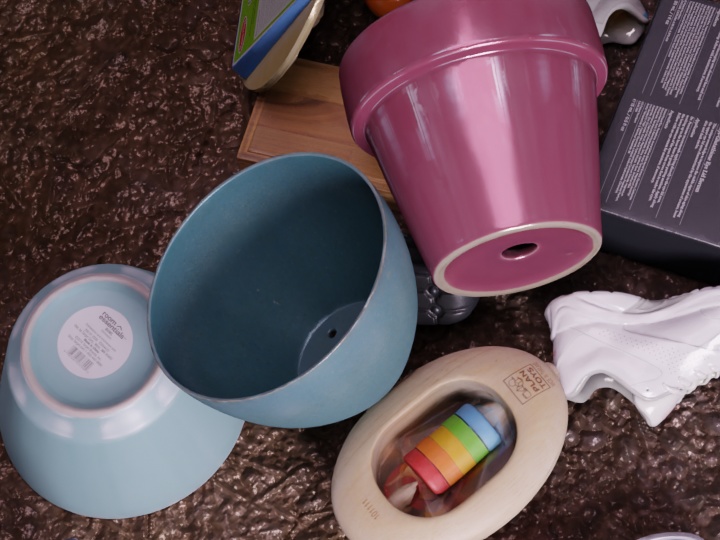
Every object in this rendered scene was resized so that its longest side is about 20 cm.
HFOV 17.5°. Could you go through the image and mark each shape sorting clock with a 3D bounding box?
[{"bbox_3d":[-0.051,-0.237,1.851,0.039,0.200,0.201,20,64,-23],"label":"shape sorting clock"}]

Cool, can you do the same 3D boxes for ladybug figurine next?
[{"bbox_3d":[0.070,0.139,1.715,0.199,0.072,0.136,-35,65,-8],"label":"ladybug figurine"}]

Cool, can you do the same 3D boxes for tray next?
[{"bbox_3d":[0.011,-0.105,1.856,0.199,0.037,0.099,13,68,14],"label":"tray"}]

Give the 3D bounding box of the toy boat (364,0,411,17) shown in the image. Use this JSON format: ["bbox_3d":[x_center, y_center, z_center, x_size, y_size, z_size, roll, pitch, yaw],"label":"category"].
[{"bbox_3d":[0.039,-0.264,1.885,0.130,0.131,0.200,4,33,-31],"label":"toy boat"}]

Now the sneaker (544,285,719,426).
[{"bbox_3d":[0.237,0.067,1.733,0.198,0.078,0.100,-3,73,15],"label":"sneaker"}]

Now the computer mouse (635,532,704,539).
[{"bbox_3d":[0.162,0.238,1.669,0.198,0.044,0.111,-11,85,-2],"label":"computer mouse"}]

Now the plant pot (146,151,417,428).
[{"bbox_3d":[-0.036,0.035,1.696,0.199,0.135,0.201,-18,52,24],"label":"plant pot"}]

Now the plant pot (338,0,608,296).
[{"bbox_3d":[0.095,-0.088,1.712,0.198,0.200,0.180,-13,69,2],"label":"plant pot"}]

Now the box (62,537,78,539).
[{"bbox_3d":[-0.247,0.313,1.660,0.147,0.107,0.201,-12,64,2],"label":"box"}]

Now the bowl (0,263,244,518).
[{"bbox_3d":[-0.189,0.076,1.763,0.199,0.105,0.202,-3,66,6],"label":"bowl"}]

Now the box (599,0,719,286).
[{"bbox_3d":[0.268,-0.100,1.795,0.140,0.079,0.201,17,69,19],"label":"box"}]

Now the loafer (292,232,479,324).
[{"bbox_3d":[0.000,0.000,1.800,0.199,0.069,0.070,7,31,18],"label":"loafer"}]

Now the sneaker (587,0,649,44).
[{"bbox_3d":[0.141,-0.192,1.828,0.199,0.077,0.081,-25,65,-30],"label":"sneaker"}]
